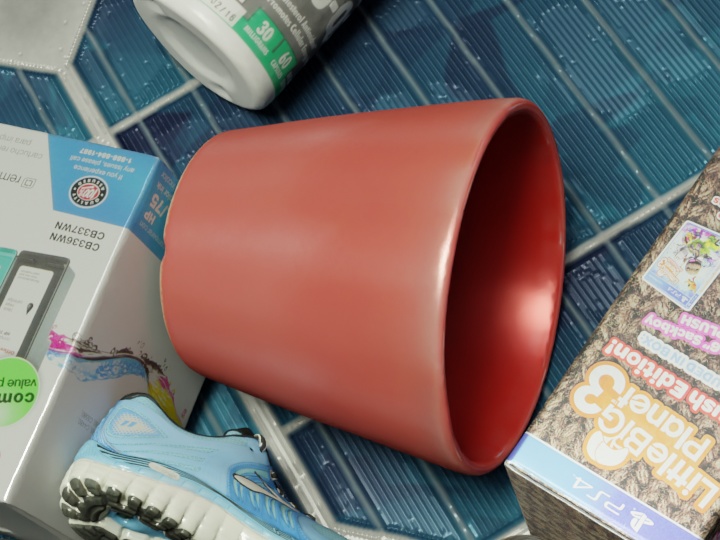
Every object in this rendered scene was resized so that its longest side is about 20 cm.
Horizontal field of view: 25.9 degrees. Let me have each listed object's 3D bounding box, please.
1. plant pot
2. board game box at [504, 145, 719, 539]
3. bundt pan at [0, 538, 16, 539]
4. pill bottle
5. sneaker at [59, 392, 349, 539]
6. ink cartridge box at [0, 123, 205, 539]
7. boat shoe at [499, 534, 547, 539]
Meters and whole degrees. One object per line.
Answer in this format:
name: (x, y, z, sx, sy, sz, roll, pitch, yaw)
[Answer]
plant pot: (0.000, 0.000, 0.857, 0.177, 0.200, 0.201, 7, 68, 23)
board game box: (0.175, 0.067, 0.800, 0.097, 0.160, 0.200, 31, 75, 22)
bundt pan: (-0.238, 0.234, 0.853, 0.201, 0.076, 0.202, -4, 67, 9)
pill bottle: (-0.040, -0.209, 0.990, 0.113, 0.113, 0.200, 35, 77, 23)
sneaker: (-0.054, 0.125, 0.829, 0.200, 0.078, 0.090, 31, 49, -18)
ink cartridge box: (-0.182, 0.043, 0.881, 0.146, 0.146, 0.200, 12, 70, 23)
boat shoe: (0.037, 0.219, 0.782, 0.074, 0.073, 0.200, 40, 93, -20)
